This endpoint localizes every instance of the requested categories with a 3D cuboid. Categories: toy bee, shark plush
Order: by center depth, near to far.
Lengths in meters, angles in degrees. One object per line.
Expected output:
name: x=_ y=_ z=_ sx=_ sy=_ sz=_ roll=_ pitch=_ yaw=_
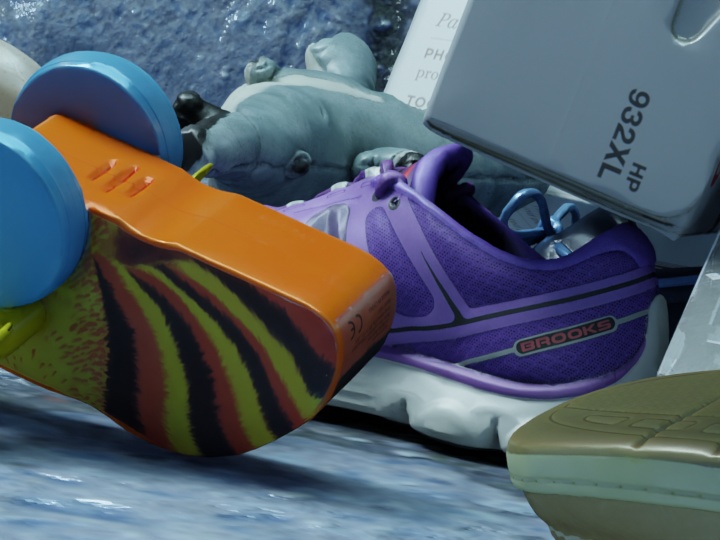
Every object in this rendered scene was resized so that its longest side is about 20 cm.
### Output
toy bee: x=-0.090 y=-0.008 z=0.683 sx=0.131 sy=0.109 sz=0.200 roll=-15 pitch=51 yaw=-44
shark plush: x=-0.006 y=-0.047 z=0.896 sx=0.083 sy=0.091 sz=0.200 roll=13 pitch=-6 yaw=25

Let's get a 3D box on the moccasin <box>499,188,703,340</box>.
moccasin: x=0.089 y=0.008 z=0.929 sx=0.199 sy=0.069 sz=0.080 roll=7 pitch=5 yaw=5

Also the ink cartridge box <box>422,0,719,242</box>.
ink cartridge box: x=0.099 y=-0.092 z=0.800 sx=0.083 sy=0.146 sz=0.200 roll=23 pitch=6 yaw=12

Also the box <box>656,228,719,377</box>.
box: x=0.196 y=0.010 z=0.707 sx=0.199 sy=0.049 sz=0.159 roll=10 pitch=46 yaw=20

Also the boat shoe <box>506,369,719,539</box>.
boat shoe: x=0.123 y=0.060 z=0.533 sx=0.199 sy=0.064 sz=0.073 roll=4 pitch=15 yaw=24

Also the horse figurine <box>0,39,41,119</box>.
horse figurine: x=-0.130 y=-0.055 z=0.880 sx=0.199 sy=0.050 sz=0.133 roll=32 pitch=-3 yaw=-3

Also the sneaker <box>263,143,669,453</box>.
sneaker: x=0.000 y=0.000 z=0.782 sx=0.199 sy=0.084 sz=0.081 roll=10 pitch=5 yaw=23

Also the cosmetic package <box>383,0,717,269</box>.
cosmetic package: x=0.134 y=-0.085 z=1.062 sx=0.166 sy=0.201 sz=0.167 roll=11 pitch=-19 yaw=32
